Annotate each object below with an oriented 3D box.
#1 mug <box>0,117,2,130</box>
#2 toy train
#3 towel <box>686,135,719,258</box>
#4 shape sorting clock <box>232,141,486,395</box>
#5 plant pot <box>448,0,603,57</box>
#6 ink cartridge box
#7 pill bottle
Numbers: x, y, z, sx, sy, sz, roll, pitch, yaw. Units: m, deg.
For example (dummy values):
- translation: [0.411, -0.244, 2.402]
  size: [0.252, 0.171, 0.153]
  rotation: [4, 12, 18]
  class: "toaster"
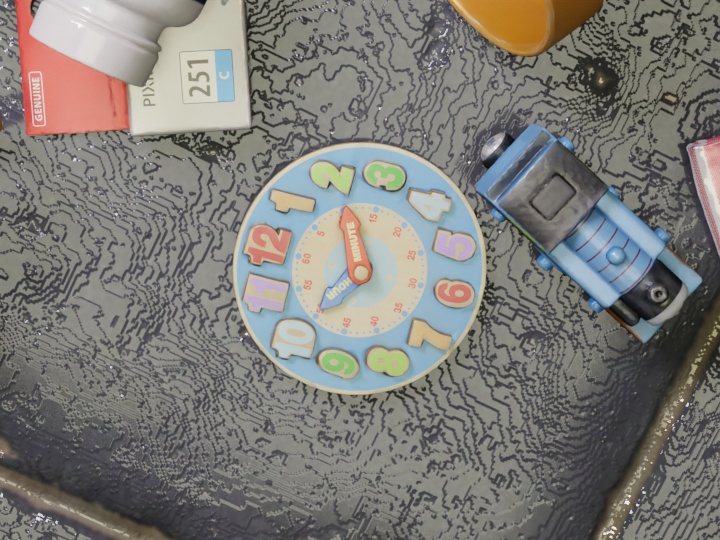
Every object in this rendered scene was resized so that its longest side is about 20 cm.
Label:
- translation: [-0.365, -0.065, 1.222]
  size: [0.186, 0.153, 0.150]
  rotation: [11, 98, -5]
  class: "mug"
- translation: [0.172, -0.028, 1.271]
  size: [0.200, 0.114, 0.087]
  rotation: [43, 96, -8]
  class: "toy train"
- translation: [0.370, -0.062, 1.321]
  size: [0.200, 0.030, 0.147]
  rotation: [-18, 100, 3]
  class: "towel"
- translation: [0.000, 0.000, 1.307]
  size: [0.200, 0.039, 0.200]
  rotation: [0, 100, -2]
  class: "shape sorting clock"
- translation: [0.143, -0.286, 1.200]
  size: [0.183, 0.200, 0.200]
  rotation: [-35, 99, -12]
  class: "plant pot"
- translation: [-0.175, -0.201, 1.264]
  size: [0.176, 0.045, 0.200]
  rotation: [-4, 99, -3]
  class: "ink cartridge box"
- translation: [-0.151, -0.238, 1.176]
  size: [0.120, 0.120, 0.200]
  rotation: [25, 97, -6]
  class: "pill bottle"
